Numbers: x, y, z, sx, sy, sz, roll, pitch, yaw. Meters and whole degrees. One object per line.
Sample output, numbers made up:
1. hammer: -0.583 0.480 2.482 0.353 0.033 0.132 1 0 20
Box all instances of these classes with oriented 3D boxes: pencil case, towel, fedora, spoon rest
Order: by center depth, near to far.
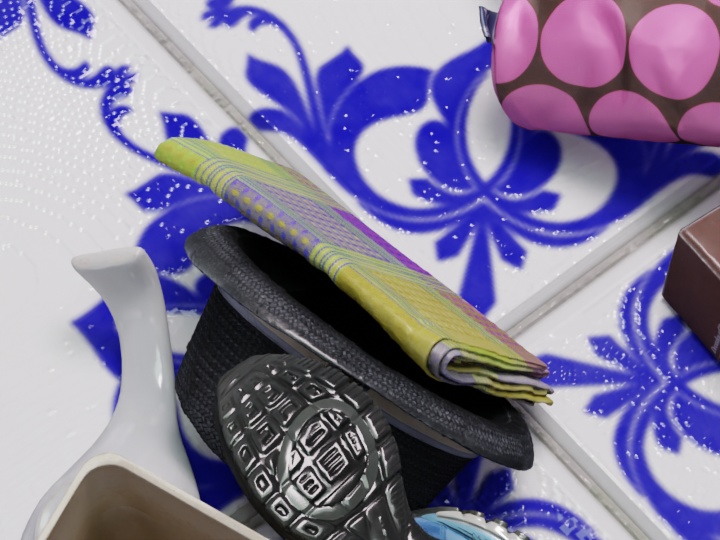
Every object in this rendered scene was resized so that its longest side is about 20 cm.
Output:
1. fedora: -0.017 0.064 1.437 0.201 0.201 0.092 38 100 17
2. spoon rest: -0.118 0.091 1.445 0.099 0.061 0.200 -8 64 23
3. towel: 0.000 0.000 1.460 0.200 0.144 0.023 38 100 25
4. pencil case: 0.166 -0.111 1.527 0.200 0.091 0.094 8 92 26

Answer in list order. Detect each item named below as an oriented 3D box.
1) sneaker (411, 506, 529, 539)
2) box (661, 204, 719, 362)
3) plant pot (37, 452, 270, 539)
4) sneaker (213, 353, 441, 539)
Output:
1. sneaker: 0.079 0.194 1.375 0.090 0.078 0.200 -40 84 -12
2. box: 0.254 0.044 1.494 0.100 0.075 0.200 -30 68 -20
3. plant pot: -0.071 0.231 1.286 0.200 0.177 0.200 28 73 13
4. sneaker: -0.002 0.127 1.333 0.076 0.091 0.200 -32 76 -25
